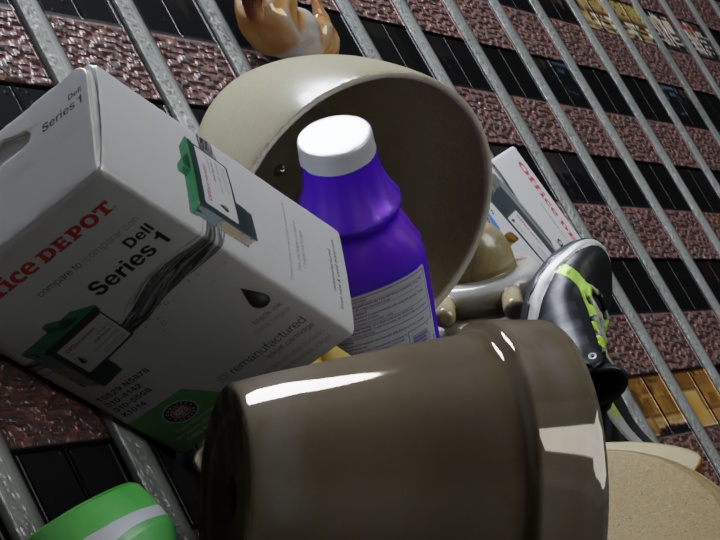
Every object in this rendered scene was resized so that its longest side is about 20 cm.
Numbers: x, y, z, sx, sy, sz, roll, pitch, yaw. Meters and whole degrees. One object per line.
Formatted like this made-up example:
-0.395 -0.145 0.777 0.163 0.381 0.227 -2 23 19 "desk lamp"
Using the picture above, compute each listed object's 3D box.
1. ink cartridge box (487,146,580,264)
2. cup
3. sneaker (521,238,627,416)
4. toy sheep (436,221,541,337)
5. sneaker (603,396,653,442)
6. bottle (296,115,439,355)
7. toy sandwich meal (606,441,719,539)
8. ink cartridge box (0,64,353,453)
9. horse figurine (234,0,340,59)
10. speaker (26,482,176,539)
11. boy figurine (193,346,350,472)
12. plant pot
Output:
0.106 -0.003 1.663 0.145 0.084 0.200 55 23 0 "ink cartridge box"
-0.033 -0.062 1.393 0.200 0.201 0.143 30 7 -42 "cup"
0.145 0.066 1.389 0.072 0.082 0.201 54 48 -38 "sneaker"
0.093 0.060 1.503 0.138 0.136 0.202 -47 133 -66 "toy sheep"
0.177 0.146 1.646 0.083 0.071 0.201 -49 118 -25 "sneaker"
0.000 0.000 1.310 0.065 0.083 0.201 -127 -160 -52 "bottle"
0.140 0.182 1.228 0.206 0.203 0.071 -96 175 -48 "toy sandwich meal"
-0.124 -0.001 1.163 0.199 0.146 0.085 33 33 -38 "ink cartridge box"
-0.055 -0.206 1.661 0.200 0.050 0.134 31 49 -57 "horse figurine"
-0.090 0.208 1.025 0.201 0.088 0.088 59 24 10 "speaker"
-0.038 0.082 1.242 0.065 0.123 0.202 73 11 -57 "boy figurine"
0.011 0.122 1.088 0.172 0.201 0.201 3 46 -17 "plant pot"
